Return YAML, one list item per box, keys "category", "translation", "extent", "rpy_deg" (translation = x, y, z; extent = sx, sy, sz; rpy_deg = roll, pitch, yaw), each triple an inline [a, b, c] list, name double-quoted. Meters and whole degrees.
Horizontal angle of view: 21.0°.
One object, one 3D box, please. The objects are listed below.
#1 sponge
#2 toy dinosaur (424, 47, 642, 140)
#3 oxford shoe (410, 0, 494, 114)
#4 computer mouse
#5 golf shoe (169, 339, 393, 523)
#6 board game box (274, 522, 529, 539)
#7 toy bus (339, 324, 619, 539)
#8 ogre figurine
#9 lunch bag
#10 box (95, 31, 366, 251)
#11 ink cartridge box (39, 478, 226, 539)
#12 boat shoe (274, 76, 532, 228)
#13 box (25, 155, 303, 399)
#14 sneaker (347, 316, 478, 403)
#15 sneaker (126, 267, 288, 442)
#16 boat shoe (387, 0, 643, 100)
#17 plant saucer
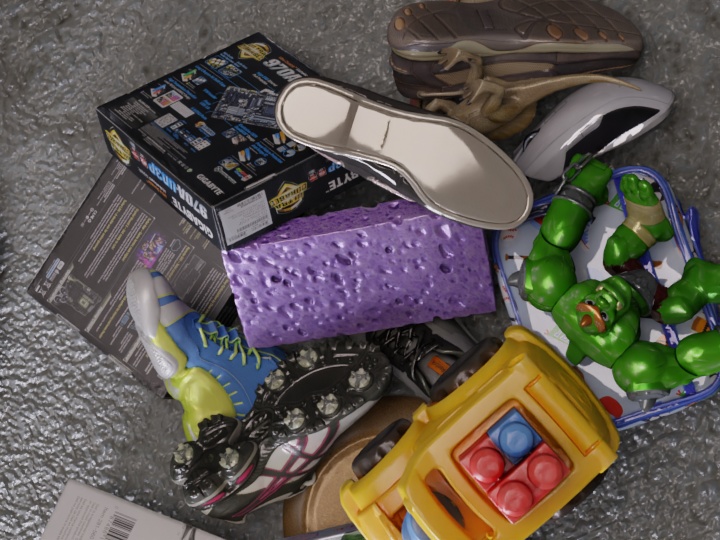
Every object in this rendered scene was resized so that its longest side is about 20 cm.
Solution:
- category: "sponge"
  translation: [0.000, 0.000, 1.488]
  extent: [0.199, 0.112, 0.030]
  rpy_deg: [-9, 44, 6]
- category: "toy dinosaur"
  translation: [0.102, -0.128, 1.462]
  extent: [0.200, 0.101, 0.058]
  rpy_deg: [-28, 55, 30]
- category: "oxford shoe"
  translation: [0.107, -0.201, 1.542]
  extent: [0.075, 0.070, 0.200]
  rpy_deg: [30, 97, 12]
- category: "computer mouse"
  translation: [0.148, -0.104, 1.513]
  extent: [0.200, 0.110, 0.044]
  rpy_deg: [-29, 110, 7]
- category: "golf shoe"
  translation: [-0.054, 0.128, 1.542]
  extent: [0.200, 0.088, 0.077]
  rpy_deg: [-32, 48, 9]
- category: "board game box"
  translation: [0.048, 0.286, 1.503]
  extent: [0.199, 0.041, 0.201]
  rpy_deg: [-14, 91, 3]
- category: "toy bus"
  translation: [0.086, 0.150, 1.381]
  extent: [0.200, 0.192, 0.136]
  rpy_deg: [-42, 92, 5]
- category: "ogre figurine"
  translation: [0.199, 0.018, 1.415]
  extent: [0.120, 0.098, 0.200]
  rpy_deg: [-43, 94, -11]
- category: "lunch bag"
  translation: [0.196, 0.019, 1.496]
  extent: [0.160, 0.076, 0.201]
  rpy_deg: [-19, 82, 14]
- category: "box"
  translation: [-0.093, -0.106, 1.523]
  extent: [0.159, 0.046, 0.200]
  rpy_deg: [-28, 39, -21]
- category: "ink cartridge box"
  translation: [-0.171, 0.276, 1.570]
  extent: [0.199, 0.084, 0.146]
  rpy_deg: [19, 71, 18]
- category: "boat shoe"
  translation: [0.033, -0.089, 1.417]
  extent: [0.199, 0.057, 0.067]
  rpy_deg: [24, 95, 0]
- category: "box"
  translation: [-0.164, -0.018, 1.629]
  extent: [0.160, 0.044, 0.200]
  rpy_deg: [35, 97, 17]
- category: "sneaker"
  translation: [0.054, 0.062, 1.534]
  extent: [0.200, 0.079, 0.074]
  rpy_deg: [36, 97, 21]
- category: "sneaker"
  translation: [-0.115, 0.064, 1.558]
  extent: [0.105, 0.200, 0.076]
  rpy_deg: [-25, 38, -8]
- category: "boat shoe"
  translation: [0.117, -0.167, 1.503]
  extent: [0.199, 0.075, 0.073]
  rpy_deg: [0, 130, -6]
- category: "plant saucer"
  translation: [0.025, 0.200, 1.557]
  extent: [0.199, 0.035, 0.201]
  rpy_deg: [-1, 86, 18]
